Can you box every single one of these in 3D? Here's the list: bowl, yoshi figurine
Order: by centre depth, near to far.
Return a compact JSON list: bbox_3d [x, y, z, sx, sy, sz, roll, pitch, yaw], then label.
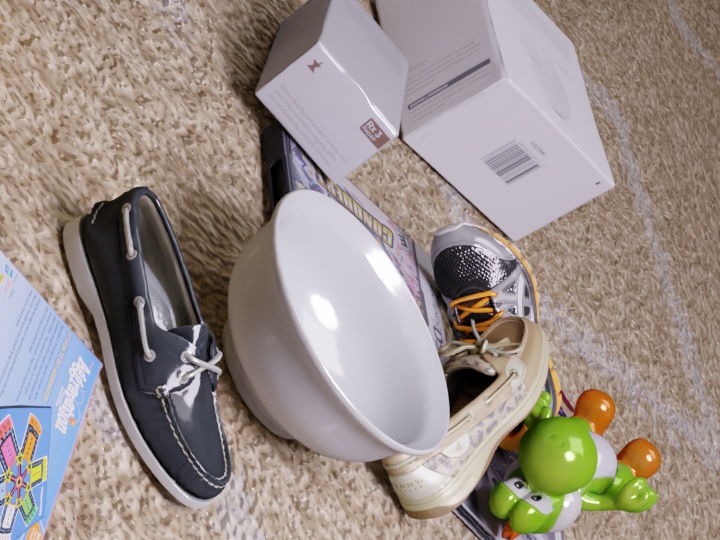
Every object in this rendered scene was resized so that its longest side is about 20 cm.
[{"bbox_3d":[-0.031,0.052,1.448,0.201,0.090,0.202,47,26,-32],"label":"bowl"},{"bbox_3d":[0.172,0.147,1.677,0.200,0.112,0.113,-21,106,-59],"label":"yoshi figurine"}]

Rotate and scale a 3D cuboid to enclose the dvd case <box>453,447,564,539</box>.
[{"bbox_3d":[0.108,0.169,1.713,0.200,0.016,0.149,47,25,-31],"label":"dvd case"}]

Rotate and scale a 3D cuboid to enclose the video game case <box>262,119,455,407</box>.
[{"bbox_3d":[0.000,0.000,1.651,0.200,0.025,0.181,42,25,-35],"label":"video game case"}]

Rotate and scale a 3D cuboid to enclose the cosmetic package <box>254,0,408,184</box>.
[{"bbox_3d":[-0.020,-0.156,1.721,0.102,0.074,0.200,49,18,-13],"label":"cosmetic package"}]

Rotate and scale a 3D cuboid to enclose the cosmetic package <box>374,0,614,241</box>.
[{"bbox_3d":[0.125,-0.173,2.031,0.199,0.123,0.201,40,31,-42],"label":"cosmetic package"}]

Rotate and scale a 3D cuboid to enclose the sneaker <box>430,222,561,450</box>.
[{"bbox_3d":[0.108,0.054,1.715,0.201,0.078,0.077,65,27,-18],"label":"sneaker"}]

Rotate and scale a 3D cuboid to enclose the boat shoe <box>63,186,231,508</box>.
[{"bbox_3d":[-0.120,0.045,1.299,0.201,0.060,0.076,65,22,10],"label":"boat shoe"}]

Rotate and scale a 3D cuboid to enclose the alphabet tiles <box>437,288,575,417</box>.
[{"bbox_3d":[0.125,0.070,1.871,0.200,0.008,0.167,55,20,-7],"label":"alphabet tiles"}]

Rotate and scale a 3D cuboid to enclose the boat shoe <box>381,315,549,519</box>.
[{"bbox_3d":[0.080,0.096,1.587,0.063,0.073,0.200,57,44,-26],"label":"boat shoe"}]

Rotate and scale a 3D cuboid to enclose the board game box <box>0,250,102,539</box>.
[{"bbox_3d":[-0.196,0.075,1.149,0.103,0.019,0.200,50,24,-22],"label":"board game box"}]
